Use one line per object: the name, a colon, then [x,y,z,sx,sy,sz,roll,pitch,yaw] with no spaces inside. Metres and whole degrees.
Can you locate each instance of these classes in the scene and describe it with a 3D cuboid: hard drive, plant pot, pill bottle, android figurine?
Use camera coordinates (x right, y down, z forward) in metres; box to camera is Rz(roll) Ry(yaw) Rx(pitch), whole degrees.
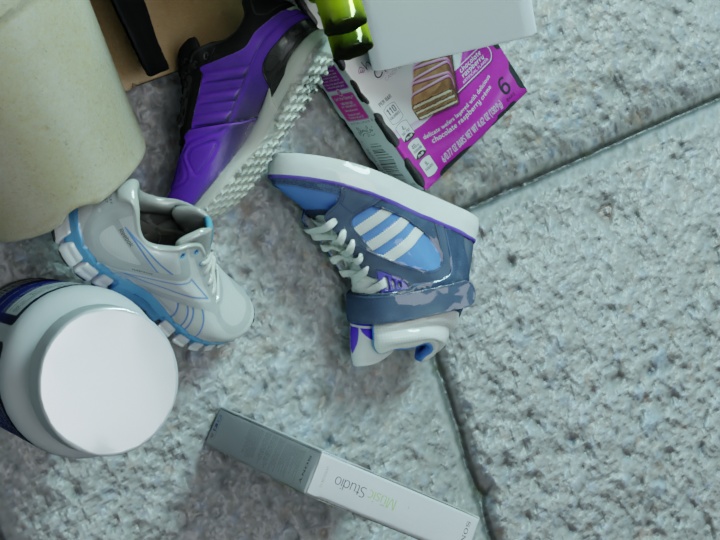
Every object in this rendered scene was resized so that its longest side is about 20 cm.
hard drive: [0.051,-0.257,1.083,0.130,0.025,0.202,-12,121,6]
plant pot: [-0.244,-0.131,0.996,0.200,0.200,0.185,-39,119,-21]
pill bottle: [-0.202,0.066,1.005,0.114,0.199,0.118,-1,93,-27]
android figurine: [-0.038,-0.251,1.010,0.041,0.182,0.203,-18,84,2]

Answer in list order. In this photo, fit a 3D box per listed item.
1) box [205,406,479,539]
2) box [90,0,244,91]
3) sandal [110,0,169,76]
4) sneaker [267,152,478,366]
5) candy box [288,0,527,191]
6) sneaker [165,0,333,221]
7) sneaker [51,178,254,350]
box: [-0.018,0.157,1.104,0.143,0.199,0.037,26,84,-26]
box: [-0.172,-0.247,1.108,0.162,0.021,0.202,-24,102,-25]
sandal: [-0.168,-0.230,1.026,0.048,0.076,0.202,-26,136,-6]
sneaker: [0.000,0.000,1.175,0.198,0.080,0.148,19,84,-26]
candy box: [0.030,-0.184,1.194,0.136,0.061,0.201,-44,109,-21]
sneaker: [-0.107,-0.123,1.109,0.099,0.070,0.201,39,104,8]
sneaker: [-0.130,-0.005,1.072,0.199,0.086,0.076,35,37,-48]
